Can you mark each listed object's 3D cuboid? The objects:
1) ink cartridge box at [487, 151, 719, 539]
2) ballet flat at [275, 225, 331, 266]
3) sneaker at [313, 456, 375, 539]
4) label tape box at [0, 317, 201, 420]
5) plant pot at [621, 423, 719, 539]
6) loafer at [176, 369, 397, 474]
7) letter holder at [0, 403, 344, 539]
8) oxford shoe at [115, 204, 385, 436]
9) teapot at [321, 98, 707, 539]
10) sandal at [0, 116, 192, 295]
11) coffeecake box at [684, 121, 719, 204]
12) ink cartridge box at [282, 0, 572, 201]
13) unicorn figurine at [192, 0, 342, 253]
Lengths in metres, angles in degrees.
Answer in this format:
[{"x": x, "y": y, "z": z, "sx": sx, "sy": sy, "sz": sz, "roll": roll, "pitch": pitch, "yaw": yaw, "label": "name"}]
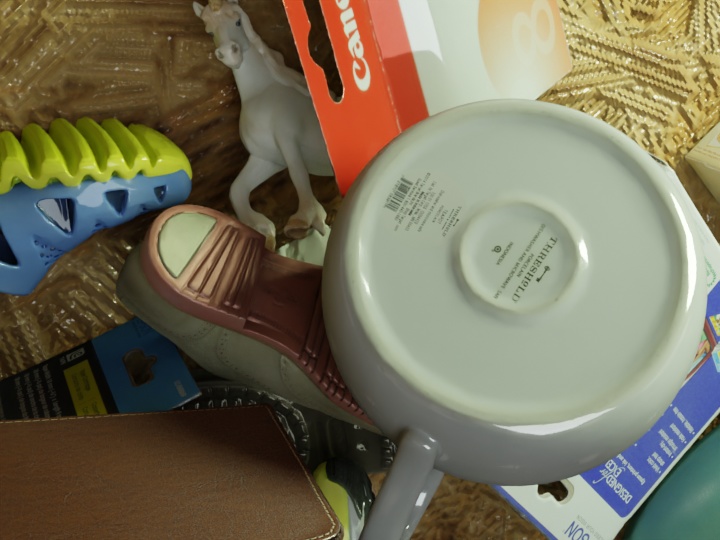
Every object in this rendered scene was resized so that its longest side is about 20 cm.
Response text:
[{"x": 0.150, "y": 0.061, "z": 0.847, "sx": 0.200, "sy": 0.047, "sz": 0.198, "roll": -48, "pitch": 134, "yaw": -3, "label": "ink cartridge box"}, {"x": 0.000, "y": 0.000, "z": 0.814, "sx": 0.198, "sy": 0.069, "sz": 0.070, "roll": -8, "pitch": 109, "yaw": -22, "label": "ballet flat"}, {"x": -0.037, "y": 0.197, "z": 0.812, "sx": 0.089, "sy": 0.078, "sz": 0.202, "roll": 7, "pitch": 116, "yaw": -1, "label": "sneaker"}, {"x": -0.178, "y": 0.108, "z": 0.748, "sx": 0.198, "sy": 0.144, "sz": 0.064, "roll": -24, "pitch": 113, "yaw": -10, "label": "label tape box"}, {"x": 0.266, "y": 0.192, "z": 0.906, "sx": 0.160, "sy": 0.201, "sz": 0.201, "roll": -32, "pitch": 115, "yaw": 6, "label": "plant pot"}, {"x": -0.035, "y": 0.089, "z": 0.836, "sx": 0.197, "sy": 0.068, "sz": 0.077, "roll": -1, "pitch": 103, "yaw": -1, "label": "loafer"}, {"x": -0.119, "y": 0.138, "z": 0.621, "sx": 0.198, "sy": 0.142, "sz": 0.102, "roll": -2, "pitch": 109, "yaw": -20, "label": "letter holder"}, {"x": -0.038, "y": 0.036, "z": 0.751, "sx": 0.199, "sy": 0.074, "sz": 0.071, "roll": 34, "pitch": 53, "yaw": -17, "label": "oxford shoe"}, {"x": 0.070, "y": 0.027, "z": 0.695, "sx": 0.198, "sy": 0.146, "sz": 0.199, "roll": -13, "pitch": 66, "yaw": -6, "label": "teapot"}, {"x": -0.186, "y": -0.027, "z": 0.746, "sx": 0.198, "sy": 0.080, "sz": 0.088, "roll": -11, "pitch": 114, "yaw": -6, "label": "sandal"}, {"x": 0.335, "y": -0.083, "z": 0.902, "sx": 0.200, "sy": 0.073, "sz": 0.154, "roll": -44, "pitch": 114, "yaw": -2, "label": "coffeecake box"}, {"x": 0.037, "y": -0.148, "z": 0.733, "sx": 0.200, "sy": 0.050, "sz": 0.164, "roll": -42, "pitch": 122, "yaw": -49, "label": "ink cartridge box"}, {"x": -0.024, "y": -0.074, "z": 0.771, "sx": 0.198, "sy": 0.074, "sz": 0.139, "roll": 15, "pitch": 58, "yaw": -35, "label": "unicorn figurine"}]
